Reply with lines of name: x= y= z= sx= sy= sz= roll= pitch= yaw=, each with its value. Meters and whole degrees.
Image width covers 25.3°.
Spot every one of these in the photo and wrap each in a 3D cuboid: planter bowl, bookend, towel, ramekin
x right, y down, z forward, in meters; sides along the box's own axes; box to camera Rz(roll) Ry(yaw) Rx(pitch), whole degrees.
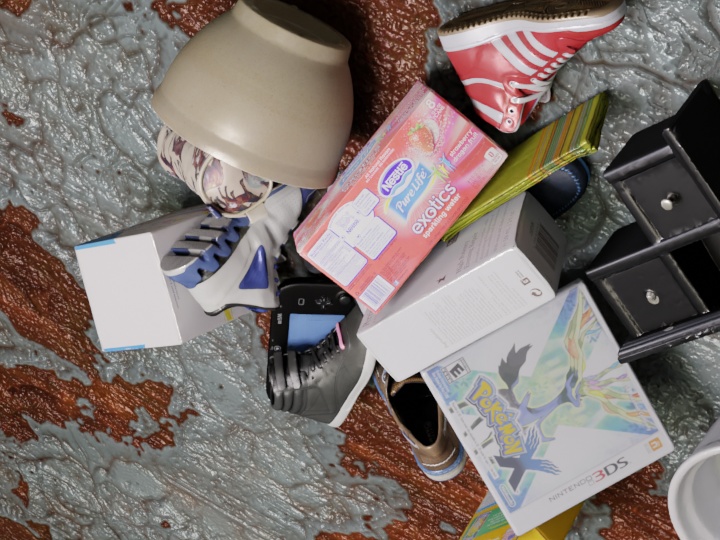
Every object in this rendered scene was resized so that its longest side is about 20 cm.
planter bowl: x=-0.087 y=-0.187 z=1.573 sx=0.200 sy=0.200 sz=0.135 roll=31 pitch=109 yaw=11
bookend: x=0.280 y=-0.040 z=1.484 sx=0.198 sy=0.092 sz=0.200 roll=-23 pitch=107 yaw=44
towel: x=0.153 y=-0.097 z=1.517 sx=0.018 sy=0.086 sz=0.200 roll=44 pitch=131 yaw=-17
ramekin: x=0.417 y=0.224 z=1.596 sx=0.200 sy=0.098 sz=0.201 roll=19 pitch=133 yaw=22

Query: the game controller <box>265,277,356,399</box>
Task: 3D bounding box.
game controller: x=-0.053 y=0.084 z=1.833 sx=0.104 sy=0.042 sz=0.200 roll=-4 pitch=132 yaw=-12

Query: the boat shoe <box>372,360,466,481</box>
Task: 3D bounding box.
boat shoe: x=0.059 y=0.128 z=1.728 sx=0.200 sy=0.072 sz=0.072 roll=61 pitch=179 yaw=38

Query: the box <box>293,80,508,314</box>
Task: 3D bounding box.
box: x=0.035 y=-0.073 z=1.543 sx=0.103 sy=0.095 sz=0.200 roll=37 pitch=97 yaw=-13

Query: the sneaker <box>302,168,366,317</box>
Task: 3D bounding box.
sneaker: x=0.000 y=0.000 z=1.696 sx=0.114 sy=0.075 sz=0.201 roll=-40 pitch=63 yaw=57

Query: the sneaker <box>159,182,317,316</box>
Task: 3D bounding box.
sneaker: x=-0.114 y=-0.021 z=1.709 sx=0.080 sy=0.199 sz=0.115 roll=12 pitch=139 yaw=51

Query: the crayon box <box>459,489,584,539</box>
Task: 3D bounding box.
crayon box: x=0.179 y=0.254 z=1.712 sx=0.052 sy=0.200 sz=0.126 roll=48 pitch=137 yaw=-9

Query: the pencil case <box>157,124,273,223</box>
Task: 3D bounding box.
pencil case: x=-0.155 y=-0.111 z=1.682 sx=0.200 sy=0.078 sz=0.090 roll=-142 pitch=34 yaw=-64

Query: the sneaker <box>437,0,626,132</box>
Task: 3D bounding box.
sneaker: x=0.169 y=-0.189 z=1.457 sx=0.200 sy=0.071 sz=0.113 roll=-2 pitch=119 yaw=45

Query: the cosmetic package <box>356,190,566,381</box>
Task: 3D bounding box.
cosmetic package: x=0.097 y=0.016 z=1.543 sx=0.200 sy=0.102 sz=0.074 roll=-30 pitch=112 yaw=30

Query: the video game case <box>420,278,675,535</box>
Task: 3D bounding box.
video game case: x=0.185 y=0.136 z=1.573 sx=0.182 sy=0.022 sz=0.200 roll=-30 pitch=102 yaw=4

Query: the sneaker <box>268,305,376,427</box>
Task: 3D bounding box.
sneaker: x=-0.045 y=0.100 z=1.777 sx=0.099 sy=0.071 sz=0.200 roll=8 pitch=135 yaw=-17

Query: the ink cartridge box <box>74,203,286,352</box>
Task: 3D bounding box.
ink cartridge box: x=-0.192 y=-0.001 z=1.786 sx=0.128 sy=0.200 sz=0.126 roll=-8 pitch=101 yaw=39

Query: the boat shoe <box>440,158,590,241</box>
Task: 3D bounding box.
boat shoe: x=0.144 y=-0.051 z=1.587 sx=0.084 sy=0.069 sz=0.200 roll=49 pitch=134 yaw=-7
